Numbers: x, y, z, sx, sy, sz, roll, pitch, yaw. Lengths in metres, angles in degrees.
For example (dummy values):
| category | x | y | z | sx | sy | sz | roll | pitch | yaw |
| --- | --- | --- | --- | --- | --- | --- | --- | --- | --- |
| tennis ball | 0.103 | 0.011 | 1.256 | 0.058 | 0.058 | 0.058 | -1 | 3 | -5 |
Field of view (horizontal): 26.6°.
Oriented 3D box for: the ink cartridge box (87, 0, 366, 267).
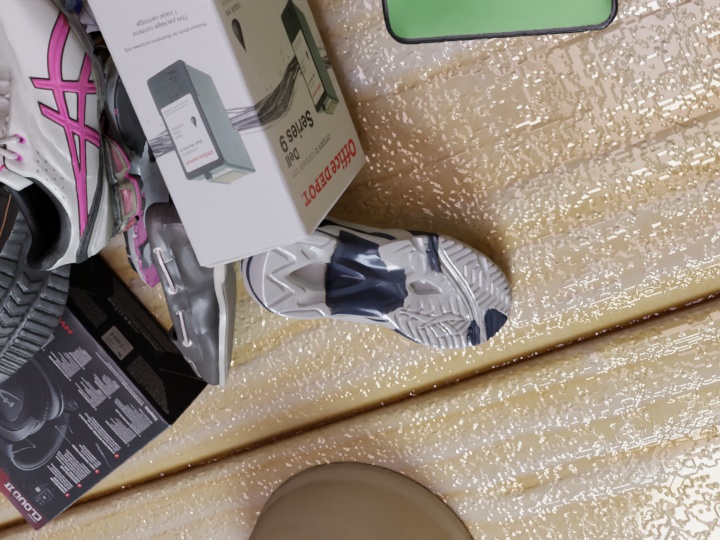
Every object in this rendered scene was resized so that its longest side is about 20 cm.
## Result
| category | x | y | z | sx | sy | sz | roll | pitch | yaw |
| --- | --- | --- | --- | --- | --- | --- | --- | --- | --- |
| ink cartridge box | -0.081 | -0.125 | 0.983 | 0.083 | 0.146 | 0.202 | -14 | 109 | 23 |

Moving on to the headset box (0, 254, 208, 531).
| category | x | y | z | sx | sy | sz | roll | pitch | yaw |
| --- | --- | --- | --- | --- | --- | --- | --- | --- | --- |
| headset box | -0.243 | 0.100 | 1.211 | 0.200 | 0.077 | 0.149 | -39 | 95 | 31 |

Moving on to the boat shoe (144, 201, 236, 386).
| category | x | y | z | sx | sy | sz | roll | pitch | yaw |
| --- | --- | --- | --- | --- | --- | --- | --- | --- | --- |
| boat shoe | -0.121 | 0.014 | 1.099 | 0.056 | 0.067 | 0.201 | 5 | 143 | 0 |

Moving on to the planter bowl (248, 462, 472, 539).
| category | x | y | z | sx | sy | sz | roll | pitch | yaw |
| --- | --- | --- | --- | --- | --- | --- | --- | --- | --- |
| planter bowl | -0.014 | 0.269 | 1.168 | 0.198 | 0.135 | 0.202 | 8 | 116 | 17 |

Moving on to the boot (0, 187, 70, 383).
| category | x | y | z | sx | sy | sz | roll | pitch | yaw |
| --- | --- | --- | --- | --- | --- | --- | --- | --- | --- |
| boot | -0.262 | -0.027 | 1.121 | 0.077 | 0.138 | 0.201 | 22 | 107 | -38 |

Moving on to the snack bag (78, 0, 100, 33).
| category | x | y | z | sx | sy | sz | roll | pitch | yaw |
| --- | --- | --- | --- | --- | --- | --- | --- | --- | --- |
| snack bag | -0.137 | -0.130 | 1.096 | 0.187 | 0.021 | 0.202 | 8 | 116 | 17 |

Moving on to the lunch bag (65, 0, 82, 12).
| category | x | y | z | sx | sy | sz | roll | pitch | yaw |
| --- | --- | --- | --- | --- | --- | --- | --- | --- | --- |
| lunch bag | -0.303 | -0.177 | 1.048 | 0.198 | 0.150 | 0.095 | 23 | 120 | 18 |

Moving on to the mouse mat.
| category | x | y | z | sx | sy | sz | roll | pitch | yaw |
| --- | --- | --- | --- | --- | --- | --- | --- | --- | --- |
| mouse mat | 0.077 | -0.246 | 0.968 | 0.159 | 0.008 | 0.202 | -1 | 112 | 21 |

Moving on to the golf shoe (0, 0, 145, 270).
| category | x | y | z | sx | sy | sz | roll | pitch | yaw |
| --- | --- | --- | --- | --- | --- | --- | --- | --- | --- |
| golf shoe | -0.205 | -0.096 | 0.970 | 0.072 | 0.092 | 0.202 | 4 | 122 | 40 |

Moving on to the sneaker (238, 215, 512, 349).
| category | x | y | z | sx | sy | sz | roll | pitch | yaw |
| --- | --- | --- | --- | --- | --- | --- | --- | --- | --- |
| sneaker | 0.000 | 0.000 | 1.076 | 0.197 | 0.129 | 0.080 | 1 | 103 | -23 |

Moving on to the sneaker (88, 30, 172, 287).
| category | x | y | z | sx | sy | sz | roll | pitch | yaw |
| --- | --- | --- | --- | --- | --- | --- | --- | --- | --- |
| sneaker | -0.155 | -0.086 | 1.081 | 0.086 | 0.080 | 0.202 | 35 | 141 | 37 |
